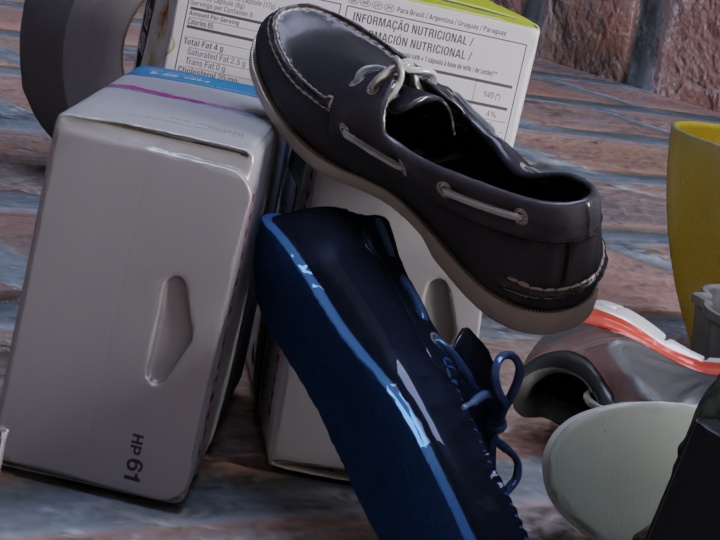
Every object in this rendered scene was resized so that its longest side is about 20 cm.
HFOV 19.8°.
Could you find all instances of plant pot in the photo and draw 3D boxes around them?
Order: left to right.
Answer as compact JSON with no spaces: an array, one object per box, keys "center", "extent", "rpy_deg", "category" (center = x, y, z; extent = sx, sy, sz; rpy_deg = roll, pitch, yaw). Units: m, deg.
[{"center":[0.277,-0.001,1.294],"extent":[0.198,0.143,0.200],"rpy_deg":[11,11,-2],"category":"plant pot"}]

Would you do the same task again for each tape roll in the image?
[{"center":[-0.144,-0.163,1.477],"extent":[0.199,0.202,0.066],"rpy_deg":[3,13,-40],"category":"tape roll"}]

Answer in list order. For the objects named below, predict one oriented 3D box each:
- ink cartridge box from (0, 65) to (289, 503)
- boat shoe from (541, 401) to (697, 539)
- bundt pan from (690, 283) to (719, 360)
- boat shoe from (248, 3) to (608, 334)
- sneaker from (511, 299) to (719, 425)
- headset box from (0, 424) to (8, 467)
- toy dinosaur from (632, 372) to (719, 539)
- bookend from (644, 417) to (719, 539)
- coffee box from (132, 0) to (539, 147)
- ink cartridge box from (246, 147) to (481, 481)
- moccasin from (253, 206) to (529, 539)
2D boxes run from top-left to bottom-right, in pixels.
[{"center":[-0.087,-0.003,0.884],"extent":[0.084,0.146,0.200],"rpy_deg":[12,11,0],"category":"ink cartridge box"},{"center":[0.169,0.101,0.899],"extent":[0.199,0.071,0.071],"rpy_deg":[9,-8,-11],"category":"boat shoe"},{"center":[0.266,0.071,1.093],"extent":[0.200,0.077,0.202],"rpy_deg":[12,10,-2],"category":"bundt pan"},{"center":[0.027,-0.059,0.822],"extent":[0.072,0.063,0.200],"rpy_deg":[-24,53,-30],"category":"boat shoe"},{"center":[0.160,0.083,0.998],"extent":[0.199,0.078,0.082],"rpy_deg":[19,40,32],"category":"sneaker"},{"center":[-0.210,0.054,0.646],"extent":[0.148,0.078,0.200],"rpy_deg":[6,11,-30],"category":"headset box"},{"center":[0.151,0.052,0.781],"extent":[0.088,0.201,0.047],"rpy_deg":[-27,54,-34],"category":"toy dinosaur"},{"center":[0.179,0.061,0.704],"extent":[0.092,0.200,0.199],"rpy_deg":[32,21,36],"category":"bookend"},{"center":[-0.032,-0.077,1.179],"extent":[0.198,0.200,0.200],"rpy_deg":[10,11,-12],"category":"coffee box"},{"center":[0.000,0.000,0.965],"extent":[0.082,0.148,0.200],"rpy_deg":[9,11,-8],"category":"ink cartridge box"},{"center":[0.025,0.042,0.786],"extent":[0.068,0.081,0.201],"rpy_deg":[-12,55,-24],"category":"moccasin"}]
